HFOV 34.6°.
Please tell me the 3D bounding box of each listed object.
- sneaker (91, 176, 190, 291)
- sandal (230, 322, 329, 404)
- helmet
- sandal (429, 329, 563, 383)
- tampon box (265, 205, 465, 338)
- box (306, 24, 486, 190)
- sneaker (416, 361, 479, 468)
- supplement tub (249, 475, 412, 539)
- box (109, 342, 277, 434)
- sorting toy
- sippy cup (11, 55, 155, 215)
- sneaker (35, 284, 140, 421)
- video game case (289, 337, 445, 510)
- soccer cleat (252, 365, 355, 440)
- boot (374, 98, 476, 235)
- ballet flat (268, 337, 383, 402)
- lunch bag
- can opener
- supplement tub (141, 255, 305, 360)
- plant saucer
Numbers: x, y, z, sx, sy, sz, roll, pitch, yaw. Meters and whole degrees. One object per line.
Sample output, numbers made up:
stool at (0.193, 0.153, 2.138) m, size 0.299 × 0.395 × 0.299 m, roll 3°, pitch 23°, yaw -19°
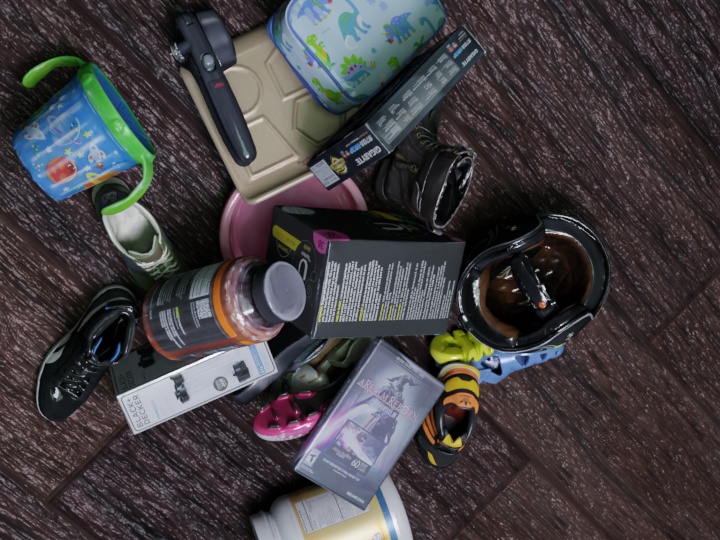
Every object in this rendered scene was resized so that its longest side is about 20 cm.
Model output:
sneaker at (-0.268, -0.022, 1.448) m, size 0.067 × 0.090 × 0.200 m, roll -34°, pitch 113°, yaw -5°
sandal at (-0.090, 0.108, 1.556) m, size 0.200 × 0.076 × 0.043 m, roll -42°, pitch 113°, yaw 10°
helmet at (0.231, 0.017, 1.558) m, size 0.200 × 0.191 × 0.201 m, roll 6°, pitch 105°, yaw 24°
sandal at (0.193, 0.122, 1.647) m, size 0.199 × 0.080 × 0.087 m, roll -8°, pitch 121°, yaw -10°
tampon box at (0.000, 0.000, 1.439) m, size 0.200 × 0.150 × 0.127 m, roll 1°, pitch 108°, yaw -33°
box at (0.040, -0.191, 1.369) m, size 0.046 × 0.159 × 0.200 m, roll 47°, pitch 61°, yaw -11°
sneaker at (0.120, 0.223, 1.609) m, size 0.070 × 0.090 × 0.200 m, roll 10°, pitch 130°, yaw -3°
supplement tub at (-0.041, 0.365, 1.606) m, size 0.200 × 0.145 × 0.145 m, roll -18°, pitch 111°, yaw -11°
box at (-0.219, 0.124, 1.494) m, size 0.200 × 0.117 × 0.060 m, roll -23°, pitch 114°, yaw -8°
sorting toy at (-0.103, -0.205, 1.446) m, size 0.185 × 0.036 × 0.200 m, roll -27°, pitch 89°, yaw -8°
sippy cup at (-0.333, -0.155, 1.368) m, size 0.130 × 0.178 × 0.140 m, roll -32°, pitch 137°, yaw 1°
sneaker at (-0.348, 0.116, 1.455) m, size 0.073 × 0.112 × 0.200 m, roll 29°, pitch 96°, yaw -21°
video game case at (0.012, 0.201, 1.511) m, size 0.143 × 0.019 × 0.200 m, roll 38°, pitch 85°, yaw -37°
soccer cleat at (-0.044, 0.190, 1.525) m, size 0.200 × 0.070 × 0.087 m, roll -22°, pitch 131°, yaw -17°
boot at (0.098, -0.151, 1.466) m, size 0.069 × 0.174 × 0.201 m, roll 14°, pitch 94°, yaw -27°
ballet flat at (-0.044, 0.126, 1.574) m, size 0.200 × 0.074 × 0.074 m, roll -46°, pitch 113°, yaw 1°
lunch bag at (-0.005, -0.305, 1.413) m, size 0.161 × 0.082 × 0.200 m, roll 49°, pitch 66°, yaw -13°
can opener at (-0.172, -0.220, 1.388) m, size 0.078 × 0.063 × 0.200 m, roll -21°, pitch 85°, yaw -8°
supplement tub at (-0.161, 0.043, 1.384) m, size 0.107 × 0.200 × 0.107 m, roll 20°, pitch 64°, yaw -48°
plant saucer at (-0.089, -0.054, 1.515) m, size 0.200 × 0.051 × 0.201 m, roll -5°, pitch 107°, yaw -16°
